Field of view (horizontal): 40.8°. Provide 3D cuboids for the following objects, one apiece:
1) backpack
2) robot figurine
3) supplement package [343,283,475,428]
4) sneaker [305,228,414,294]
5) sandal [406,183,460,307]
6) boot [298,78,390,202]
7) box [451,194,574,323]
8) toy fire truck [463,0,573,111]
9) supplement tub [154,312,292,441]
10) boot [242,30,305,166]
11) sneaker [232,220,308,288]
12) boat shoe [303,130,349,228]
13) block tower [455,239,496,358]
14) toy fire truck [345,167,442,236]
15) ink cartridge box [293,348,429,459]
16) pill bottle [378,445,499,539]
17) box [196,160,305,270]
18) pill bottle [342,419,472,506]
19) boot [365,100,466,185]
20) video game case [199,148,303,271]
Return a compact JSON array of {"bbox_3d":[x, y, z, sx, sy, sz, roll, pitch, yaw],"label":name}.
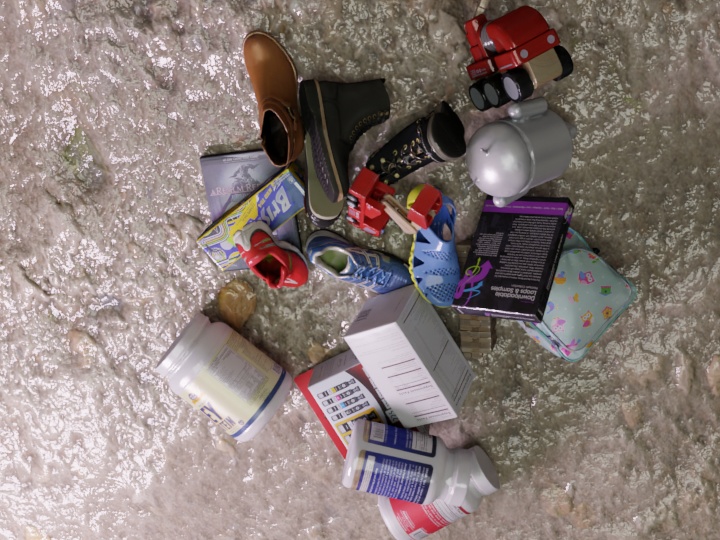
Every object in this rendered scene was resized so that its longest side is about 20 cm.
[{"bbox_3d":[0.314,0.027,1.534,0.200,0.153,0.176,43,90,3],"label":"backpack"},{"bbox_3d":[0.237,-0.176,1.448,0.113,0.200,0.170,32,131,39],"label":"robot figurine"},{"bbox_3d":[0.083,0.142,1.588,0.109,0.114,0.200,-19,113,35],"label":"supplement package"},{"bbox_3d":[0.000,0.000,1.596,0.200,0.077,0.076,19,110,-5],"label":"sneaker"},{"bbox_3d":[0.120,-0.040,1.530,0.079,0.087,0.201,-11,91,-18],"label":"sandal"},{"bbox_3d":[-0.006,-0.206,1.460,0.138,0.077,0.200,-8,73,-14],"label":"boot"},{"bbox_3d":[0.233,-0.021,1.481,0.143,0.200,0.036,6,155,36],"label":"box"},{"bbox_3d":[0.211,-0.353,1.401,0.129,0.176,0.200,-30,101,-13],"label":"toy fire truck"},{"bbox_3d":[-0.233,0.180,1.650,0.200,0.145,0.145,39,109,-9],"label":"supplement tub"},{"bbox_3d":[-0.139,-0.258,1.468,0.077,0.155,0.200,-10,109,9],"label":"boot"},{"bbox_3d":[-0.139,-0.003,1.546,0.077,0.200,0.085,-31,61,12],"label":"sneaker"},{"bbox_3d":[-0.054,-0.165,1.509,0.073,0.063,0.202,6,72,-9],"label":"boat shoe"},{"bbox_3d":[0.193,0.044,1.603,0.054,0.058,0.200,2,113,17],"label":"block tower"},{"bbox_3d":[0.048,-0.094,1.491,0.141,0.200,0.049,30,73,8],"label":"toy fire truck"},{"bbox_3d":[-0.002,0.246,1.686,0.175,0.084,0.200,-27,107,14],"label":"ink cartridge box"},{"bbox_3d":[0.140,0.393,1.714,0.200,0.112,0.112,-32,105,15],"label":"pill bottle"},{"bbox_3d":[-0.165,-0.089,1.566,0.200,0.064,0.070,-36,104,16],"label":"box"},{"bbox_3d":[0.077,0.322,1.602,0.200,0.116,0.116,13,111,-1],"label":"pill bottle"},{"bbox_3d":[0.080,-0.173,1.460,0.154,0.204,0.074,-35,104,20],"label":"boot"},{"bbox_3d":[-0.179,-0.100,1.607,0.143,0.019,0.200,-6,111,7],"label":"video game case"}]
